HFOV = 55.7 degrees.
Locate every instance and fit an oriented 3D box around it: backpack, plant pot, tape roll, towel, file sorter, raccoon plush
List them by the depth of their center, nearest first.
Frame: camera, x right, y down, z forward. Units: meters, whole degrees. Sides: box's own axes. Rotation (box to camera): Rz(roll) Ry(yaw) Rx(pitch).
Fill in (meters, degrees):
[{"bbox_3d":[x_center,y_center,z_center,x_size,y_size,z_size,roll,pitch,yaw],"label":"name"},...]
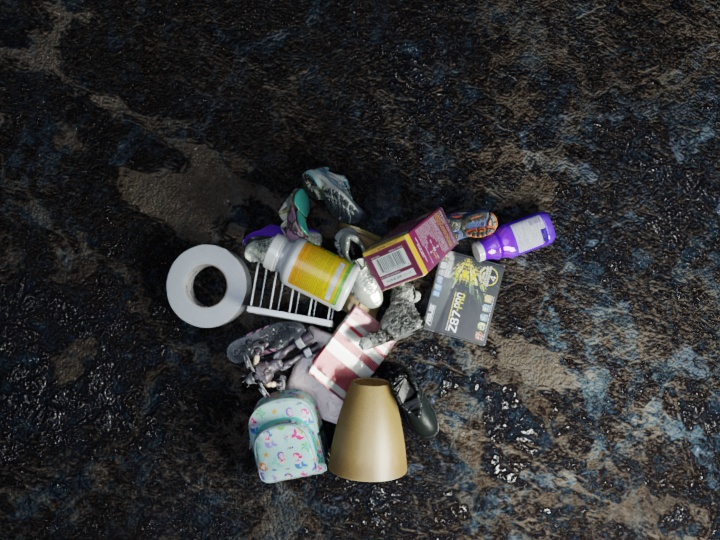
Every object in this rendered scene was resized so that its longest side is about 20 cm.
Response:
[{"bbox_3d":[0.021,0.357,1.571,0.183,0.186,0.203,3,94,2],"label":"plant pot"},{"bbox_3d":[-0.173,0.388,1.596,0.175,0.151,0.203,-11,94,4],"label":"backpack"},{"bbox_3d":[0.068,0.093,1.602,0.198,0.097,0.135,-12,73,-41],"label":"raccoon plush"},{"bbox_3d":[-0.020,0.200,1.620,0.144,0.023,0.201,41,81,-18],"label":"towel"},{"bbox_3d":[-0.154,0.058,1.627,0.197,0.139,0.126,10,85,2],"label":"file sorter"},{"bbox_3d":[-0.074,0.261,1.667,0.189,0.032,0.202,21,88,2],"label":"towel"},{"bbox_3d":[-0.370,0.039,1.670,0.197,0.066,0.204,0,88,2],"label":"tape roll"}]

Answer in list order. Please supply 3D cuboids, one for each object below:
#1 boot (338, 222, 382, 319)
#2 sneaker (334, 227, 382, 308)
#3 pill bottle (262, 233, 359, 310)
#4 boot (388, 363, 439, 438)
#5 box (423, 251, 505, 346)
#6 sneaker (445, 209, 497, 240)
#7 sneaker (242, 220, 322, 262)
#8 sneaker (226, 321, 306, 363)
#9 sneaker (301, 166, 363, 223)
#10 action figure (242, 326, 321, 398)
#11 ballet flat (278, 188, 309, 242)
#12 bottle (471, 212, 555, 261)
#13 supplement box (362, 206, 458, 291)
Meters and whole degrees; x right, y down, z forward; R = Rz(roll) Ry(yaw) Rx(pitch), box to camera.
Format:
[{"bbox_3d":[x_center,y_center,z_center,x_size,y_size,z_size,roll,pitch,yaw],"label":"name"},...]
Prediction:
[{"bbox_3d":[-0.006,0.005,1.647,0.173,0.066,0.202,23,89,-12],"label":"boot"},{"bbox_3d":[0.000,0.000,1.579,0.074,0.081,0.202,-27,104,-10],"label":"sneaker"},{"bbox_3d":[-0.111,-0.002,1.511,0.198,0.111,0.112,26,88,2],"label":"pill bottle"},{"bbox_3d":[0.127,0.312,1.592,0.073,0.162,0.200,-26,87,1],"label":"boot"},{"bbox_3d":[0.249,0.065,1.657,0.159,0.049,0.203,16,88,6],"label":"box"},{"bbox_3d":[0.236,-0.108,1.657,0.197,0.078,0.076,-3,106,17],"label":"sneaker"},{"bbox_3d":[-0.195,-0.086,1.667,0.197,0.070,0.100,-8,43,-19],"label":"sneaker"},{"bbox_3d":[-0.232,0.168,1.658,0.197,0.082,0.071,-14,91,-15],"label":"sneaker"},{"bbox_3d":[-0.052,-0.192,1.637,0.086,0.078,0.200,-31,58,-30],"label":"sneaker"},{"bbox_3d":[-0.189,0.214,1.598,0.198,0.069,0.131,-30,111,-9],"label":"action figure"},{"bbox_3d":[-0.160,-0.126,1.623,0.071,0.201,0.069,-29,125,16],"label":"ballet flat"},{"bbox_3d":[0.366,-0.074,1.635,0.198,0.065,0.085,-20,88,-10],"label":"bottle"},{"bbox_3d":[0.117,-0.051,1.569,0.130,0.200,0.104,-23,100,39],"label":"supplement box"}]
